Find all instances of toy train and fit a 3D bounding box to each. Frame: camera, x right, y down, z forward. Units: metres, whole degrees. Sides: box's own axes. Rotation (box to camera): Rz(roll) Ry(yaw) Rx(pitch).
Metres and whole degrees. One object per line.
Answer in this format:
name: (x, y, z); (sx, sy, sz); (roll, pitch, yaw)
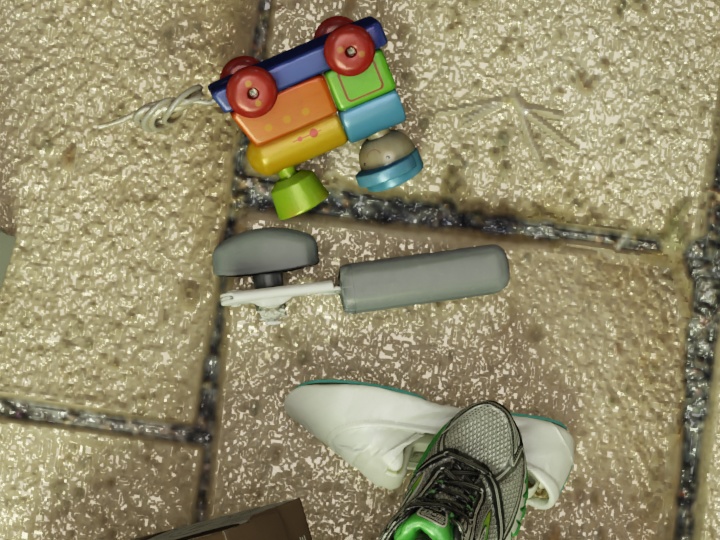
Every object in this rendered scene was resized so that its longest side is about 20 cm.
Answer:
toy train: (-0.062, -0.085, 1.631); (0.199, 0.085, 0.116); (-23, 102, -2)

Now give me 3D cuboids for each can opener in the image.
can opener: (0.000, 0.000, 1.637); (0.199, 0.053, 0.067); (-3, 87, -2)

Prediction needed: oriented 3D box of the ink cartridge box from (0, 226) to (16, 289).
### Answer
ink cartridge box: (-0.326, 0.045, 1.581); (0.145, 0.145, 0.201); (16, 87, -1)

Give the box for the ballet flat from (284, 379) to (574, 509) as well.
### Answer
ballet flat: (0.045, 0.119, 1.622); (0.199, 0.069, 0.070); (10, 88, -4)

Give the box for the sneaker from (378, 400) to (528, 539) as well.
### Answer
sneaker: (0.056, 0.163, 1.530); (0.078, 0.085, 0.201); (19, 56, 9)

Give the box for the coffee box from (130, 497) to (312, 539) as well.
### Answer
coffee box: (-0.119, 0.226, 1.560); (0.199, 0.080, 0.115); (-19, 88, 37)
